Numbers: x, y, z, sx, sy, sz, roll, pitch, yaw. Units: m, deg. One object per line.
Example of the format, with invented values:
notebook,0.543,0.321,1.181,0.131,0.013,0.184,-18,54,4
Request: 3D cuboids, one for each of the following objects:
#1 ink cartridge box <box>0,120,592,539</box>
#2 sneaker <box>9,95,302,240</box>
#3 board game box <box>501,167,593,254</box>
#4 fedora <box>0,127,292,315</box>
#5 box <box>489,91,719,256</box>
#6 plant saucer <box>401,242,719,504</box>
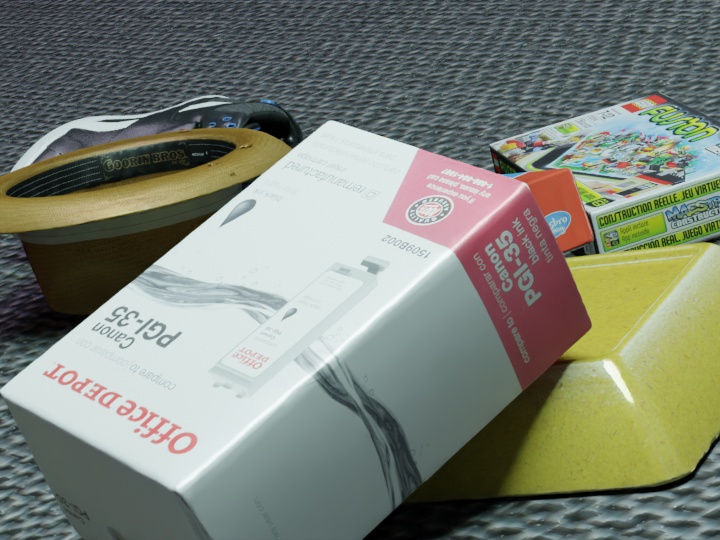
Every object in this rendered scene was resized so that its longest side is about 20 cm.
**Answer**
ink cartridge box,-0.027,0.039,1.108,0.200,0.083,0.146,-40,35,-22
sneaker,-0.126,-0.070,1.711,0.199,0.073,0.112,-25,17,-34
board game box,0.000,0.000,1.369,0.199,0.041,0.153,-20,6,-17
fedora,-0.131,-0.025,1.551,0.200,0.082,0.201,-10,14,2
box,0.149,-0.051,1.458,0.110,0.035,0.200,-18,16,-9
plant saucer,0.078,0.040,1.195,0.199,0.049,0.200,-7,19,28
